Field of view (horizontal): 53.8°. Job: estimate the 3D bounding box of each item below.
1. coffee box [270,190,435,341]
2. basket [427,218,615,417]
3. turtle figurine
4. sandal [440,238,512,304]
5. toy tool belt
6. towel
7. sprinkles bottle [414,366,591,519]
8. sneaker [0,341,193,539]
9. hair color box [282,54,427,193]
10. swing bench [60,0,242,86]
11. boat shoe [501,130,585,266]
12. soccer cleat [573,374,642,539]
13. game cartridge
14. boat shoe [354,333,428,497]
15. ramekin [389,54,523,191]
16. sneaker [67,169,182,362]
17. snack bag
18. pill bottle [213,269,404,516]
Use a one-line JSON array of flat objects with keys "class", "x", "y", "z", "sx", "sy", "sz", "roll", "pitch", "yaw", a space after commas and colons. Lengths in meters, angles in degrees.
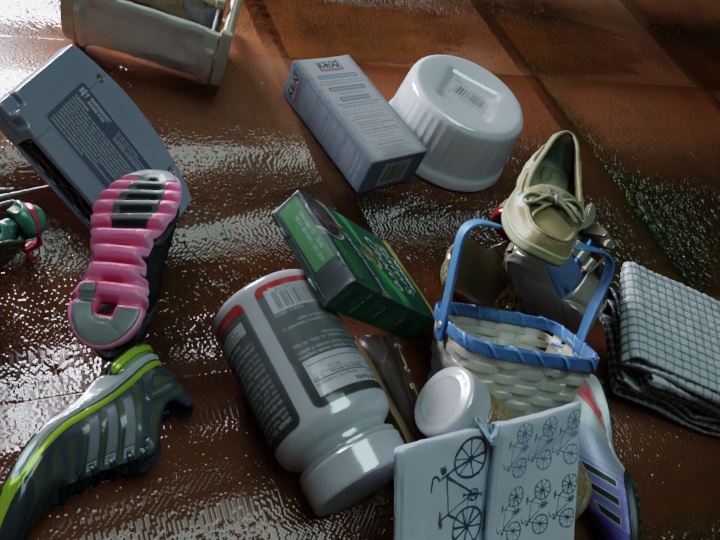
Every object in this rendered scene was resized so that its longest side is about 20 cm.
[{"class": "coffee box", "x": 0.000, "y": 0.000, "z": 0.736, "sx": 0.200, "sy": 0.044, "sz": 0.123, "roll": 28, "pitch": 26, "yaw": -57}, {"class": "basket", "x": 0.154, "y": 0.058, "z": 0.725, "sx": 0.175, "sy": 0.202, "sz": 0.139, "roll": 13, "pitch": 17, "yaw": -16}, {"class": "turtle figurine", "x": -0.356, "y": -0.038, "z": 0.619, "sx": 0.199, "sy": 0.150, "sz": 0.101, "roll": -27, "pitch": 84, "yaw": -31}, {"class": "sandal", "x": 0.133, "y": 0.005, "z": 0.864, "sx": 0.211, "sy": 0.069, "sz": 0.078, "roll": -11, "pitch": 82, "yaw": -56}, {"class": "toy tool belt", "x": 0.231, "y": -0.028, "z": 0.832, "sx": 0.123, "sy": 0.124, "sz": 0.201, "roll": -46, "pitch": 121, "yaw": -25}, {"class": "towel", "x": 0.392, "y": 0.103, "z": 0.888, "sx": 0.199, "sy": 0.086, "sz": 0.166, "roll": 22, "pitch": 48, "yaw": -10}, {"class": "sprinkles bottle", "x": 0.137, "y": 0.167, "z": 0.663, "sx": 0.200, "sy": 0.068, "sz": 0.069, "roll": 40, "pitch": 39, "yaw": -29}, {"class": "sneaker", "x": -0.209, "y": 0.144, "z": 0.570, "sx": 0.081, "sy": 0.074, "sz": 0.200, "roll": 35, "pitch": 47, "yaw": 2}, {"class": "hair color box", "x": -0.010, "y": -0.204, "z": 0.967, "sx": 0.098, "sy": 0.061, "sz": 0.201, "roll": -18, "pitch": 63, "yaw": -36}, {"class": "swing bench", "x": -0.259, "y": -0.341, "z": 0.920, "sx": 0.197, "sy": 0.130, "sz": 0.201, "roll": 15, "pitch": 53, "yaw": -14}, {"class": "boat shoe", "x": 0.188, "y": -0.076, "z": 0.699, "sx": 0.073, "sy": 0.063, "sz": 0.201, "roll": 26, "pitch": 35, "yaw": 4}, {"class": "soccer cleat", "x": 0.239, "y": 0.206, "z": 0.748, "sx": 0.072, "sy": 0.068, "sz": 0.201, "roll": -5, "pitch": 55, "yaw": 0}, {"class": "game cartridge", "x": -0.258, "y": -0.116, "z": 0.717, "sx": 0.201, "sy": 0.041, "sz": 0.134, "roll": 57, "pitch": 40, "yaw": -30}, {"class": "boat shoe", "x": 0.045, "y": 0.145, "z": 0.690, "sx": 0.070, "sy": 0.071, "sz": 0.201, "roll": -5, "pitch": 55, "yaw": -28}, {"class": "ramekin", "x": 0.137, "y": -0.219, "z": 1.025, "sx": 0.199, "sy": 0.098, "sz": 0.202, "roll": 13, "pitch": 48, "yaw": -15}, {"class": "sneaker", "x": -0.215, "y": -0.003, "z": 0.672, "sx": 0.078, "sy": 0.096, "sz": 0.201, "roll": 8, "pitch": 58, "yaw": 2}, {"class": "snack bag", "x": 0.109, "y": 0.215, "z": 0.605, "sx": 0.198, "sy": 0.190, "sz": 0.021, "roll": -4, "pitch": 12, "yaw": -28}, {"class": "pill bottle", "x": -0.045, "y": 0.109, "z": 0.647, "sx": 0.113, "sy": 0.114, "sz": 0.201, "roll": -14, "pitch": 60, "yaw": -34}]
